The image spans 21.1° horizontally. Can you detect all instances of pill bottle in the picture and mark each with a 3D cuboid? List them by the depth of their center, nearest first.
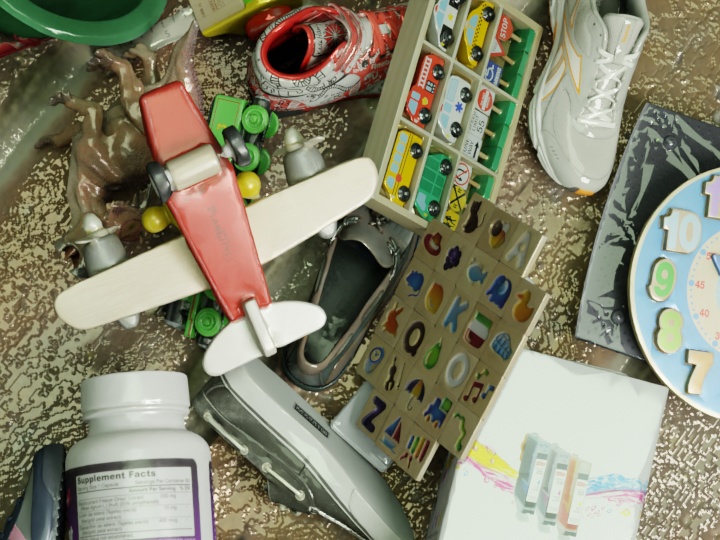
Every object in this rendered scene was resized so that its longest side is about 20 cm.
[{"bbox_3d":[-0.163,0.181,1.439,0.110,0.111,0.202,-4,78,-4],"label":"pill bottle"}]

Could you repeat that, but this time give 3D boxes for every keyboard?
[{"bbox_3d":[0.058,0.065,1.515,0.056,0.011,0.200,38,72,6],"label":"keyboard"}]

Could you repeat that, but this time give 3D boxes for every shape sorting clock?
[{"bbox_3d":[0.303,0.017,1.496,0.198,0.039,0.202,2,82,-11],"label":"shape sorting clock"}]

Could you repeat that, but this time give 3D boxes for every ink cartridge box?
[{"bbox_3d":[0.131,0.172,1.441,0.143,0.145,0.202,16,77,1],"label":"ink cartridge box"}]

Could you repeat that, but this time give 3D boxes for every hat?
[{"bbox_3d":[-0.278,-0.206,1.559,0.198,0.176,0.167,3,59,-33],"label":"hat"}]

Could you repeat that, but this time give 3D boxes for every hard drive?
[{"bbox_3d":[0.253,-0.019,1.539,0.134,0.042,0.202,18,79,0],"label":"hard drive"}]

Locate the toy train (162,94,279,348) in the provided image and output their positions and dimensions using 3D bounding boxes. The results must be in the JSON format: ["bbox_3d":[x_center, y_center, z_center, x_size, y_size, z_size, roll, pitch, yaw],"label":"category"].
[{"bbox_3d":[-0.111,-0.041,1.509,0.056,0.042,0.202,13,90,15],"label":"toy train"}]

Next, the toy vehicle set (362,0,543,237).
[{"bbox_3d":[0.071,-0.126,1.521,0.124,0.026,0.202,26,75,-38],"label":"toy vehicle set"}]

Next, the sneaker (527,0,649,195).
[{"bbox_3d":[0.187,-0.162,1.531,0.075,0.092,0.202,8,79,-22],"label":"sneaker"}]

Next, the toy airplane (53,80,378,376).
[{"bbox_3d":[-0.106,-0.026,1.430,0.198,0.141,0.201,19,103,-25],"label":"toy airplane"}]

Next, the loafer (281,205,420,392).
[{"bbox_3d":[0.000,0.000,1.509,0.071,0.063,0.202,24,78,0],"label":"loafer"}]

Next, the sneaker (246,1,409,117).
[{"bbox_3d":[0.007,-0.178,1.523,0.199,0.108,0.068,-17,80,-7],"label":"sneaker"}]

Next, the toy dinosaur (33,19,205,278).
[{"bbox_3d":[-0.172,-0.095,1.497,0.200,0.086,0.136,-44,85,2],"label":"toy dinosaur"}]

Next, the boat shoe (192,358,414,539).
[{"bbox_3d":[-0.043,0.151,1.480,0.200,0.071,0.064,45,104,1],"label":"boat shoe"}]

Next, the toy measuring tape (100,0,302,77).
[{"bbox_3d":[-0.114,-0.204,1.556,0.199,0.073,0.074,-26,80,15],"label":"toy measuring tape"}]

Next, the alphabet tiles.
[{"bbox_3d":[0.065,0.047,1.427,0.006,0.166,0.201,23,97,-33],"label":"alphabet tiles"}]

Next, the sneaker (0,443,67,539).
[{"bbox_3d":[-0.267,0.224,1.446,0.081,0.070,0.202,9,76,-2],"label":"sneaker"}]
